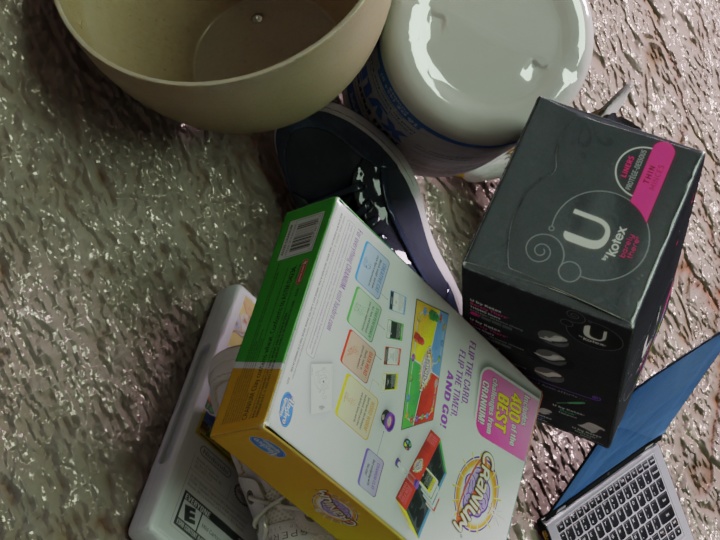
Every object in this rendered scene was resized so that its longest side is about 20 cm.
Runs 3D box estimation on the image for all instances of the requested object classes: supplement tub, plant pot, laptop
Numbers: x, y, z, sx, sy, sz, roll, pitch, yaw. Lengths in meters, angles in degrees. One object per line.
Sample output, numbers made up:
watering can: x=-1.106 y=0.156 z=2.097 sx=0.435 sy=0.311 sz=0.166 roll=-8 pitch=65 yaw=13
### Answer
supplement tub: x=0.063 y=-0.133 z=1.261 sx=0.132 sy=0.200 sz=0.132 roll=1 pitch=85 yaw=-9
plant pot: x=-0.068 y=-0.158 z=1.165 sx=0.135 sy=0.200 sz=0.201 roll=69 pitch=21 yaw=-60
laptop: x=0.225 y=0.164 z=1.429 sx=0.187 sy=0.116 sz=0.200 roll=-23 pitch=93 yaw=-53

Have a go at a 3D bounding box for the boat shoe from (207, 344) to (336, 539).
boat shoe: x=-0.029 y=0.134 z=1.117 sx=0.200 sy=0.071 sz=0.069 roll=58 pitch=36 yaw=-17

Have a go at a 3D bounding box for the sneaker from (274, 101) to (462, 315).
sneaker: x=0.002 y=0.000 z=1.226 sx=0.202 sy=0.077 sz=0.146 roll=58 pitch=22 yaw=-17

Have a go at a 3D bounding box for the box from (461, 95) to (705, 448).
box: x=0.129 y=0.006 z=1.187 sx=0.200 sy=0.106 sz=0.122 roll=83 pitch=30 yaw=-66

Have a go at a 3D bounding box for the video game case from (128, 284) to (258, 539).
video game case: x=-0.040 y=0.137 z=1.181 sx=0.200 sy=0.023 sz=0.182 roll=45 pitch=43 yaw=-29

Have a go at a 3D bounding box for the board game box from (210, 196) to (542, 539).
board game box: x=0.016 y=0.080 z=1.104 sx=0.200 sy=0.040 sz=0.153 roll=43 pitch=48 yaw=-32

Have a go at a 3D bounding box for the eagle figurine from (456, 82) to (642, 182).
eagle figurine: x=0.134 y=-0.063 z=1.410 sx=0.152 sy=0.151 sz=0.200 roll=41 pitch=31 yaw=-61
